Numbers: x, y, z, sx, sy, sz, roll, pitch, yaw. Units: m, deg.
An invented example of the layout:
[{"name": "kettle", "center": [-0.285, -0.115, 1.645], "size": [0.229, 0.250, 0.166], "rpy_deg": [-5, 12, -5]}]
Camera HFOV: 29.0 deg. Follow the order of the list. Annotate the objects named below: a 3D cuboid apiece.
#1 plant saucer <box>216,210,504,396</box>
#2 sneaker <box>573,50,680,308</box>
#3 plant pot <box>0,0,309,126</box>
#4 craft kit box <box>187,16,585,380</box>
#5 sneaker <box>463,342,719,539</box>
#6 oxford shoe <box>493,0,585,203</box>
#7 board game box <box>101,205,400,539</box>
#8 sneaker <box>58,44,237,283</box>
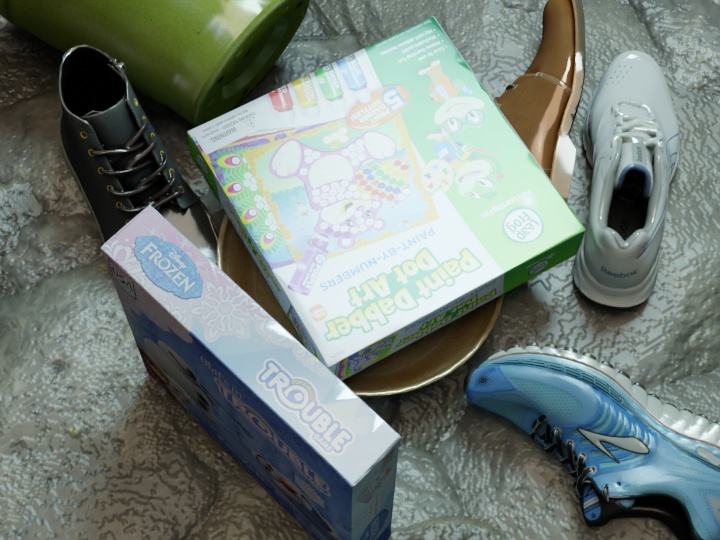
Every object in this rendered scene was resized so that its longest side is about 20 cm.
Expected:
[{"name": "plant saucer", "center": [0.000, 0.000, 0.966], "size": [0.199, 0.035, 0.201], "rpy_deg": [3, 62, -6]}, {"name": "sneaker", "center": [0.195, -0.076, 0.986], "size": [0.074, 0.087, 0.201], "rpy_deg": [5, 63, 3]}, {"name": "plant pot", "center": [-0.147, -0.211, 1.000], "size": [0.193, 0.200, 0.200], "rpy_deg": [41, 70, 4]}, {"name": "craft kit box", "center": [0.015, -0.052, 0.942], "size": [0.199, 0.049, 0.198], "rpy_deg": [-28, 72, -14]}, {"name": "sneaker", "center": [0.155, 0.116, 0.899], "size": [0.199, 0.078, 0.090], "rpy_deg": [25, 70, 11]}, {"name": "oxford shoe", "center": [0.127, -0.123, 1.017], "size": [0.071, 0.071, 0.201], "rpy_deg": [9, 66, 7]}, {"name": "board game box", "center": [-0.063, 0.079, 0.843], "size": [0.200, 0.199, 0.043], "rpy_deg": [41, 70, 17]}, {"name": "sneaker", "center": [-0.153, -0.055, 0.955], "size": [0.075, 0.106, 0.200], "rpy_deg": [-33, 73, -16]}]
